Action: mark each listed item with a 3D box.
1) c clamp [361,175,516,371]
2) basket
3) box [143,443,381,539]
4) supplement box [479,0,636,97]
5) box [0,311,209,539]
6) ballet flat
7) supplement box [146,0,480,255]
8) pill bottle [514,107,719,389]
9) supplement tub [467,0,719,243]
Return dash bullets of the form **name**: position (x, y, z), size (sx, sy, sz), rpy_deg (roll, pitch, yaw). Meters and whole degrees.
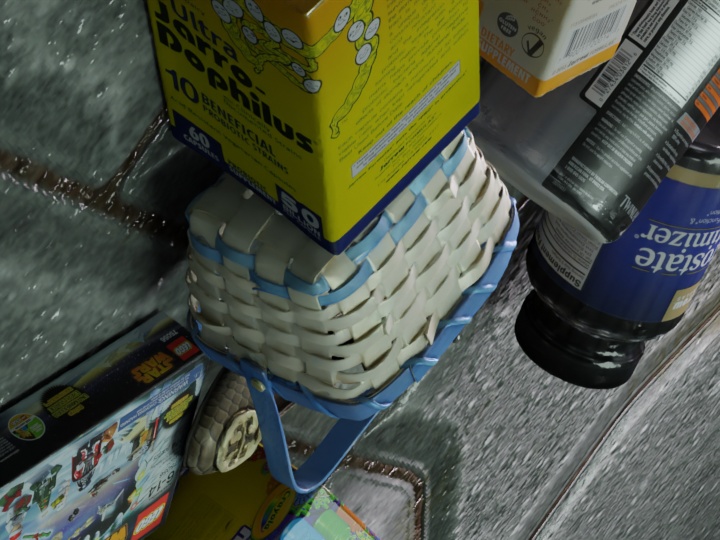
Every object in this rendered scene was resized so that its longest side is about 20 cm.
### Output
- **c clamp**: position (0.052, 0.007, 1.726), size (0.200, 0.027, 0.171), rpy_deg (-34, 150, -58)
- **basket**: position (0.000, 0.000, 1.453), size (0.176, 0.139, 0.200), rpy_deg (-49, 144, -25)
- **box**: position (-0.055, 0.232, 1.619), size (0.200, 0.122, 0.193), rpy_deg (-51, 122, -8)
- **supplement box**: position (0.086, -0.202, 1.362), size (0.073, 0.126, 0.200), rpy_deg (-29, 147, -45)
- **box**: position (-0.165, 0.120, 1.451), size (0.200, 0.040, 0.137), rpy_deg (-34, 152, -42)
- **ballet flat**: position (-0.037, 0.056, 1.560), size (0.200, 0.046, 0.067), rpy_deg (-44, 160, -55)
- **supplement box**: position (-0.021, -0.119, 1.287), size (0.110, 0.109, 0.200), rpy_deg (-45, 157, -20)
- **pill bottle**: position (0.173, -0.027, 1.832), size (0.112, 0.112, 0.200), rpy_deg (-26, 145, -50)
- **supplement tub**: position (0.153, -0.126, 1.620), size (0.200, 0.122, 0.123), rpy_deg (-53, 159, -1)
